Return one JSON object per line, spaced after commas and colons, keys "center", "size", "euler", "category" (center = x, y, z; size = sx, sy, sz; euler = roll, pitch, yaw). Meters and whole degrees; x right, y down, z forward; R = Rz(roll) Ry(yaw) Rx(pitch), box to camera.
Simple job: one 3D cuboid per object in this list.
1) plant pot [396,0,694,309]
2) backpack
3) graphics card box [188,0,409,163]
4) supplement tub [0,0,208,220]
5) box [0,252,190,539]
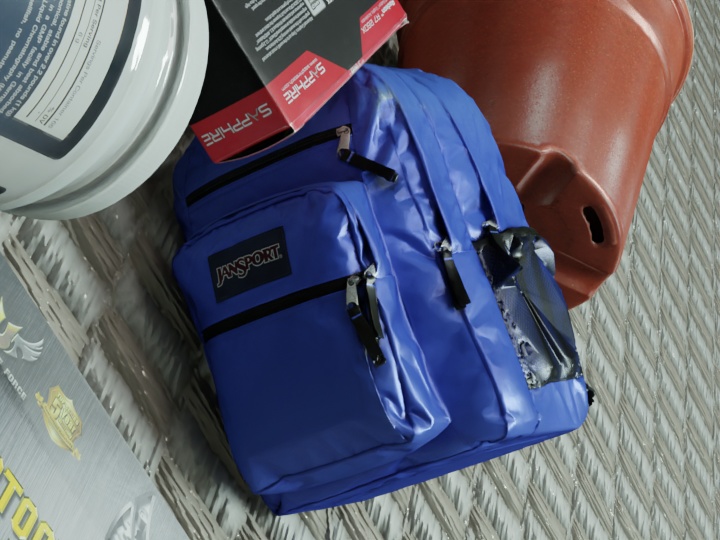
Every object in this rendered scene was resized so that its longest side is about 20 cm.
{"center": [0.101, -0.089, 1.200], "size": [0.201, 0.200, 0.196], "euler": [54, 35, -33], "category": "plant pot"}
{"center": [0.000, 0.000, 0.904], "size": [0.168, 0.162, 0.201], "euler": [4, 68, -62], "category": "backpack"}
{"center": [-0.070, -0.159, 0.803], "size": [0.200, 0.051, 0.126], "euler": [58, 37, -14], "category": "graphics card box"}
{"center": [-0.156, -0.101, 0.656], "size": [0.200, 0.140, 0.141], "euler": [27, 47, -60], "category": "supplement tub"}
{"center": [-0.127, 0.105, 0.668], "size": [0.200, 0.048, 0.159], "euler": [61, 24, -22], "category": "box"}
